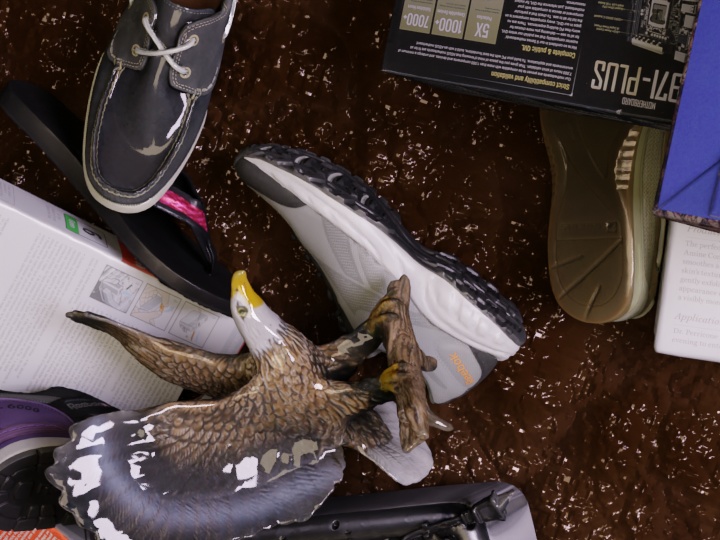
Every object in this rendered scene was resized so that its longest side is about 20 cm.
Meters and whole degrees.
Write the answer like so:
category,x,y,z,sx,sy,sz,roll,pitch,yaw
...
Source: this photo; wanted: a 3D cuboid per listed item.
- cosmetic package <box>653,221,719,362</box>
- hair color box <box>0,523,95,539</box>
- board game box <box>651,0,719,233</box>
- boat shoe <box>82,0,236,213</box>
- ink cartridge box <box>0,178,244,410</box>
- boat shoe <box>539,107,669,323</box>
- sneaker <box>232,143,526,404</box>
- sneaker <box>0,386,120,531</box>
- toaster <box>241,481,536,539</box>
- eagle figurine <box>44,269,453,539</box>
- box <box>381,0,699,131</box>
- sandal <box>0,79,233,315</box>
category,x,y,z,sx,sy,sz,roll,pitch,yaw
cosmetic package,0.225,-0.048,0.977,0.101,0.074,0.201,9,96,8
hair color box,-0.169,0.170,1.046,0.200,0.111,0.064,40,102,1
board game box,0.254,-0.081,0.849,0.097,0.199,0.160,15,92,47
boat shoe,-0.112,-0.132,0.991,0.071,0.068,0.201,19,81,2
ink cartridge box,-0.177,0.028,1.049,0.199,0.050,0.109,27,101,-21
boat shoe,0.149,-0.071,0.998,0.073,0.063,0.202,0,91,34
sneaker,0.000,0.000,1.019,0.200,0.074,0.079,41,106,2
sneaker,-0.147,0.099,1.020,0.088,0.199,0.076,49,115,40
toaster,0.021,0.217,1.000,0.199,0.119,0.182,-9,90,20
eagle figurine,-0.060,0.067,0.958,0.199,0.152,0.152,-18,85,9
box,0.129,-0.164,0.925,0.199,0.086,0.165,14,94,33
sandal,-0.132,-0.050,1.031,0.200,0.075,0.045,45,102,4
